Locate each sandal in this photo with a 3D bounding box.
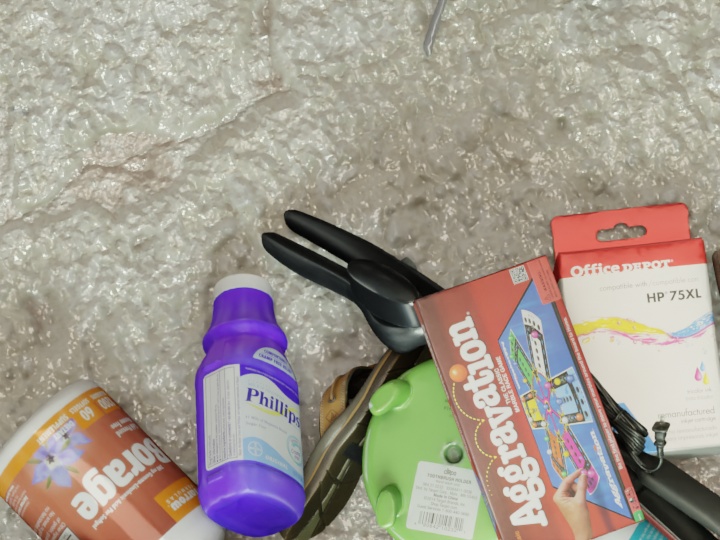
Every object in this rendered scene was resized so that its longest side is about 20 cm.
[{"bbox_3d":[-0.008,0.117,1.705,0.054,0.082,0.201,34,88,30],"label":"sandal"}]

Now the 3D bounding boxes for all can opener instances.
[{"bbox_3d":[0.000,0.000,1.692,0.063,0.079,0.200,-33,40,-22],"label":"can opener"}]

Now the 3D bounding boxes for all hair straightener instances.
[{"bbox_3d":[0.205,0.126,1.623,0.041,0.077,0.200,-22,59,-44],"label":"hair straightener"}]

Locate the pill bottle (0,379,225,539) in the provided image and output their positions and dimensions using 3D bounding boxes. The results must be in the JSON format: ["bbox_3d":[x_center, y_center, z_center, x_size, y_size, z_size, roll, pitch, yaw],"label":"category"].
[{"bbox_3d":[-0.173,0.187,1.666,0.200,0.112,0.112,44,83,9],"label":"pill bottle"}]

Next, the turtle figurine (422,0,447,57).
[{"bbox_3d":[0.117,-0.303,1.744,0.199,0.144,0.195,-19,75,-6],"label":"turtle figurine"}]

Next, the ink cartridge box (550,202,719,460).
[{"bbox_3d":[0.211,0.044,1.706,0.115,0.067,0.202,-6,79,2],"label":"ink cartridge box"}]

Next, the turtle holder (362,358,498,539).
[{"bbox_3d":[0.069,0.128,1.659,0.140,0.132,0.187,-20,72,4],"label":"turtle holder"}]

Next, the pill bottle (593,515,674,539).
[{"bbox_3d":[0.212,0.243,1.644,0.199,0.111,0.111,35,81,8],"label":"pill bottle"}]

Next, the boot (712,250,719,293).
[{"bbox_3d":[0.368,0.062,1.700,0.185,0.064,0.202,-2,73,-3],"label":"boot"}]

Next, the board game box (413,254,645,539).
[{"bbox_3d":[0.118,0.099,1.579,0.102,0.019,0.201,-19,79,-7],"label":"board game box"}]

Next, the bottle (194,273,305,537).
[{"bbox_3d":[-0.085,0.097,1.678,0.065,0.083,0.201,-27,49,30],"label":"bottle"}]
